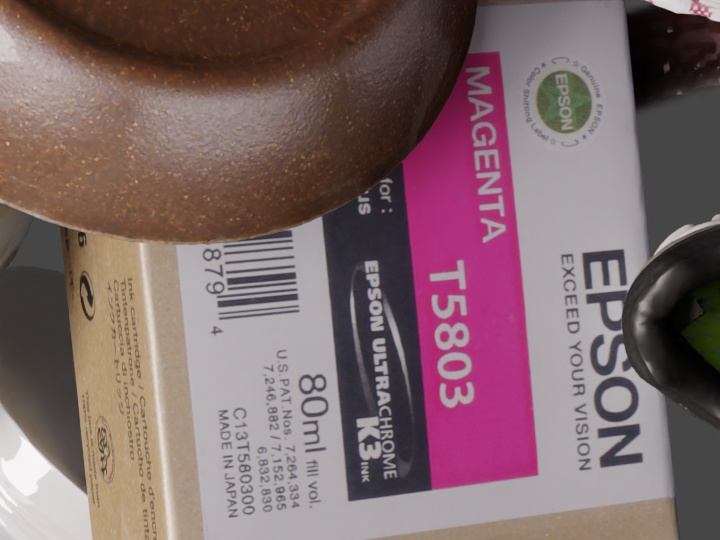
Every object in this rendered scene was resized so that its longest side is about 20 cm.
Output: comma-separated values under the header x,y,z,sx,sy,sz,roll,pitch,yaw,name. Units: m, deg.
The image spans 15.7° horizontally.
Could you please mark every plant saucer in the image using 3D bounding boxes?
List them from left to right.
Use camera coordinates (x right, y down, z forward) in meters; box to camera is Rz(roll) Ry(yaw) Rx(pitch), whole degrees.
x,y,z,sx,sy,sz,roll,pitch,yaw,name
-0.055,-0.105,0.690,0.200,0.200,0.037,61,151,12,plant saucer

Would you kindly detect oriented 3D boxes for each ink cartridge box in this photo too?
x,y,z,sx,sy,sz,roll,pitch,yaw,name
0.000,0.000,0.762,0.075,0.165,0.200,172,91,-66,ink cartridge box

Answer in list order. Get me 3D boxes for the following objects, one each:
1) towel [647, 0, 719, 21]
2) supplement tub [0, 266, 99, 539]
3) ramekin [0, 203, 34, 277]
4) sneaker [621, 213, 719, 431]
x,y,z,sx,sy,sz,roll,pitch,yaw,name
0.102,-0.126,0.704,0.200,0.030,0.146,15,60,-1,towel
-0.136,0.109,0.853,0.200,0.144,0.144,-47,72,22,supplement tub
-0.188,-0.040,0.751,0.200,0.098,0.201,18,136,18,ramekin
0.155,0.030,0.684,0.200,0.087,0.074,16,101,25,sneaker
